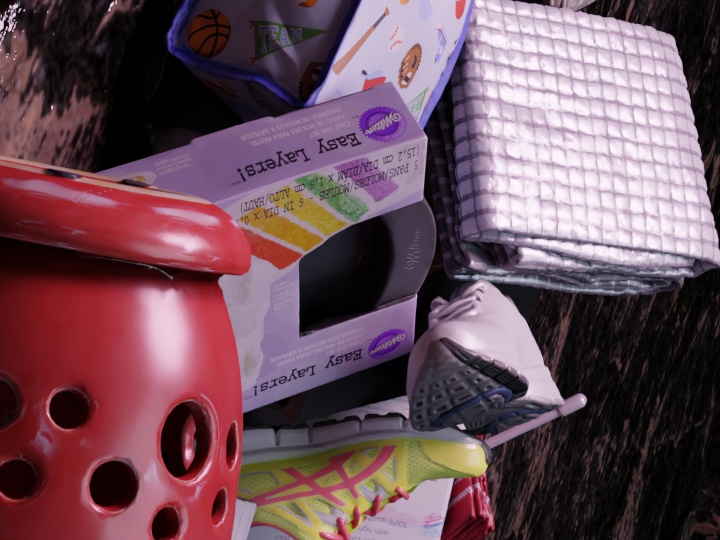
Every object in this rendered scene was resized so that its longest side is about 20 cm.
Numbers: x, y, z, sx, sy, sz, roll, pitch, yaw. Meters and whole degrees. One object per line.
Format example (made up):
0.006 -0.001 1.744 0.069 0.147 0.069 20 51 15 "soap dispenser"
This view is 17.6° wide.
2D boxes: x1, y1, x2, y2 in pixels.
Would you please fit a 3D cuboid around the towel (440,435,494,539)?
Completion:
0.049 0.115 1.629 0.145 0.022 0.201 131 -37 -52 "towel"

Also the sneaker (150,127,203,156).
-0.100 0.017 1.334 0.085 0.072 0.201 -45 142 -41 "sneaker"

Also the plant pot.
-0.142 0.046 1.022 0.200 0.199 0.184 6 97 -72 "plant pot"

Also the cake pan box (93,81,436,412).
-0.057 0.001 1.256 0.199 0.052 0.185 -18 144 -18 "cake pan box"

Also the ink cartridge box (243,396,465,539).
-0.019 0.147 1.551 0.087 0.144 0.202 -142 -117 -76 "ink cartridge box"

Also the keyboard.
-0.077 -0.136 1.364 0.200 0.020 0.128 19 88 -73 "keyboard"

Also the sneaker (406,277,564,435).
0.062 0.048 1.370 0.200 0.074 0.088 29 43 -74 "sneaker"

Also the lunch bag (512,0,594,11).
0.091 -0.220 1.563 0.200 0.167 0.140 -40 142 -62 "lunch bag"

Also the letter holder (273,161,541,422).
0.000 0.000 1.477 0.199 0.142 0.101 -11 132 -45 "letter holder"

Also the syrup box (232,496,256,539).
-0.134 0.153 1.335 0.200 0.078 0.082 30 77 -72 "syrup box"

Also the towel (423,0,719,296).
0.122 -0.072 1.453 0.199 0.085 0.167 5 70 -35 "towel"

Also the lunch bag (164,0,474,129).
-0.007 -0.171 1.318 0.201 0.123 0.170 -64 159 -5 "lunch bag"

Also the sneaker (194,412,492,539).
-0.015 0.140 1.455 0.078 0.198 0.091 61 22 -77 "sneaker"

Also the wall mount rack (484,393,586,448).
0.077 0.106 1.691 0.174 0.074 0.201 -58 -146 32 "wall mount rack"
